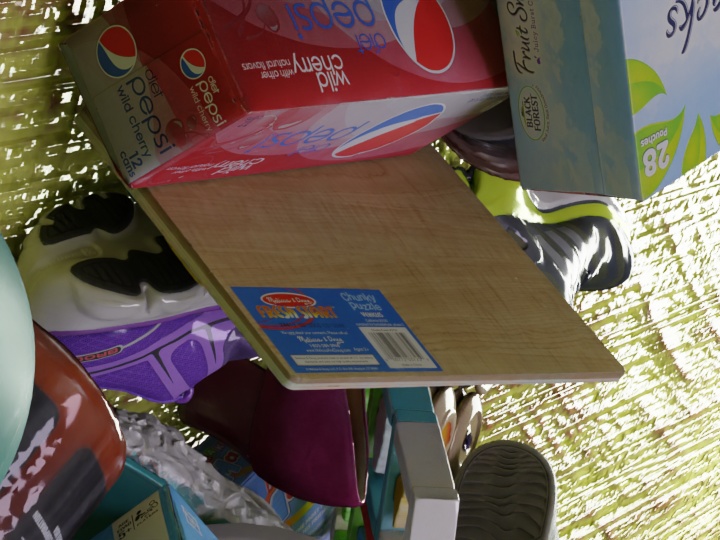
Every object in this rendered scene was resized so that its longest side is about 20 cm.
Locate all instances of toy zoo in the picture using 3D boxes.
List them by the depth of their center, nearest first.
[{"bbox_3d":[0.014,0.117,1.105,0.200,0.020,0.132,-102,-161,-61],"label":"toy zoo"}]

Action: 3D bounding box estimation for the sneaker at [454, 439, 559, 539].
[{"bbox_3d":[0.067,0.198,1.352,0.106,0.075,0.201,58,50,-68],"label":"sneaker"}]

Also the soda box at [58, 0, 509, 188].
[{"bbox_3d":[-0.020,-0.079,0.987,0.070,0.064,0.200,-29,171,34],"label":"soda box"}]

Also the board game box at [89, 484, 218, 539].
[{"bbox_3d":[-0.086,0.210,0.917,0.196,0.056,0.200,-35,116,4],"label":"board game box"}]

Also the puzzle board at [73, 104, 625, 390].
[{"bbox_3d":[-0.002,-0.006,0.998,0.200,0.151,0.017,1,132,-48],"label":"puzzle board"}]

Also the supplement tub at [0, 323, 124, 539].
[{"bbox_3d":[-0.174,0.102,0.838,0.200,0.107,0.107,-51,152,-26],"label":"supplement tub"}]

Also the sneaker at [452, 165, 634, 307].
[{"bbox_3d":[0.080,0.002,1.260,0.200,0.074,0.081,7,66,-58],"label":"sneaker"}]

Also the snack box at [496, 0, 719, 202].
[{"bbox_3d":[0.134,-0.141,1.056,0.200,0.068,0.169,-29,118,-45],"label":"snack box"}]

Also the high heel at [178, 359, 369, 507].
[{"bbox_3d":[0.000,0.000,1.107,0.201,0.096,0.067,-63,154,-4],"label":"high heel"}]

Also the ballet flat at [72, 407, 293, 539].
[{"bbox_3d":[-0.076,0.104,1.068,0.200,0.072,0.072,43,72,-35],"label":"ballet flat"}]

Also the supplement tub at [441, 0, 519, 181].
[{"bbox_3d":[0.090,-0.092,1.165,0.200,0.107,0.107,-3,116,-69],"label":"supplement tub"}]

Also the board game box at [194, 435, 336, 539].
[{"bbox_3d":[-0.056,0.155,1.208,0.151,0.037,0.201,-43,148,-39],"label":"board game box"}]

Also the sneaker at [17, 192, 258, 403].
[{"bbox_3d":[-0.061,0.011,1.026,0.199,0.081,0.084,-5,134,-39],"label":"sneaker"}]

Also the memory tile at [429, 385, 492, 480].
[{"bbox_3d":[0.030,0.107,1.304,0.153,0.017,0.201,22,84,-73],"label":"memory tile"}]

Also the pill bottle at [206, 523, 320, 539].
[{"bbox_3d":[-0.053,0.211,1.017,0.111,0.111,0.201,-23,130,-54],"label":"pill bottle"}]

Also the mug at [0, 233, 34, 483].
[{"bbox_3d":[-0.187,0.024,0.741,0.114,0.184,0.153,63,32,-62],"label":"mug"}]
